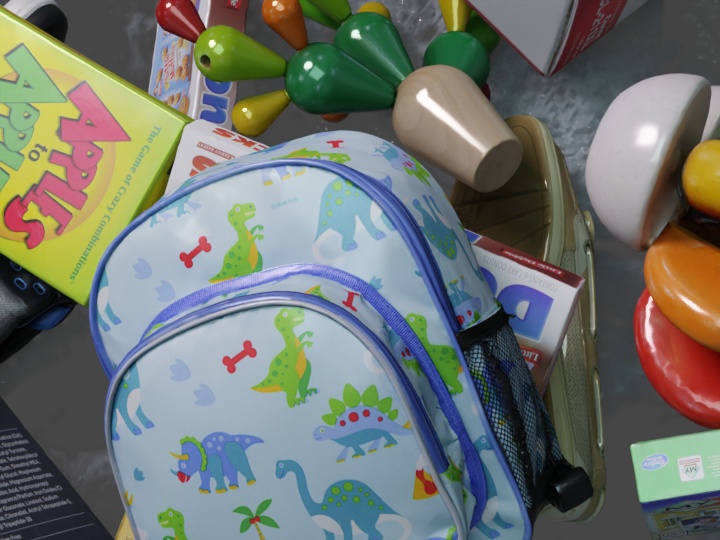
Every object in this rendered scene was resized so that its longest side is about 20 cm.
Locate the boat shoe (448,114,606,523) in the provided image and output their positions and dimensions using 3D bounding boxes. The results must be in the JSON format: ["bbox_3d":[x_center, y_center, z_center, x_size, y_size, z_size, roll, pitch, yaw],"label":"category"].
[{"bbox_3d":[0.088,0.024,1.139,0.073,0.063,0.202,-21,65,38],"label":"boat shoe"}]

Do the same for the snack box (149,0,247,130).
[{"bbox_3d":[-0.089,-0.069,1.176,0.024,0.072,0.201,12,76,-24],"label":"snack box"}]

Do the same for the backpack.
[{"bbox_3d":[-0.024,0.048,0.996,0.182,0.147,0.201,-19,96,20],"label":"backpack"}]

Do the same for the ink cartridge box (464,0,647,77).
[{"bbox_3d":[0.121,-0.215,1.142,0.200,0.083,0.146,-37,72,-22],"label":"ink cartridge box"}]

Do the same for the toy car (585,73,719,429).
[{"bbox_3d":[0.189,0.002,1.059,0.174,0.200,0.151,22,98,18],"label":"toy car"}]

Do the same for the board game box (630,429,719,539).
[{"bbox_3d":[0.227,0.088,1.056,0.199,0.135,0.029,-10,75,8],"label":"board game box"}]

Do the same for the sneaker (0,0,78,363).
[{"bbox_3d":[-0.178,-0.035,1.192,0.112,0.073,0.201,31,92,12],"label":"sneaker"}]

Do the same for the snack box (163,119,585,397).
[{"bbox_3d":[0.000,0.000,1.067,0.199,0.024,0.072,23,108,11],"label":"snack box"}]

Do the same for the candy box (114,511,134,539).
[{"bbox_3d":[-0.029,0.065,1.123,0.116,0.056,0.201,22,94,14],"label":"candy box"}]

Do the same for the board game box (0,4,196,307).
[{"bbox_3d":[-0.181,-0.074,1.130,0.199,0.048,0.102,31,93,17],"label":"board game box"}]

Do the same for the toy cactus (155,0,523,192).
[{"bbox_3d":[0.009,-0.089,1.117,0.165,0.199,0.103,44,115,34],"label":"toy cactus"}]

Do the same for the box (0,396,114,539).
[{"bbox_3d":[-0.214,0.148,1.108,0.148,0.104,0.200,-46,73,20],"label":"box"}]
